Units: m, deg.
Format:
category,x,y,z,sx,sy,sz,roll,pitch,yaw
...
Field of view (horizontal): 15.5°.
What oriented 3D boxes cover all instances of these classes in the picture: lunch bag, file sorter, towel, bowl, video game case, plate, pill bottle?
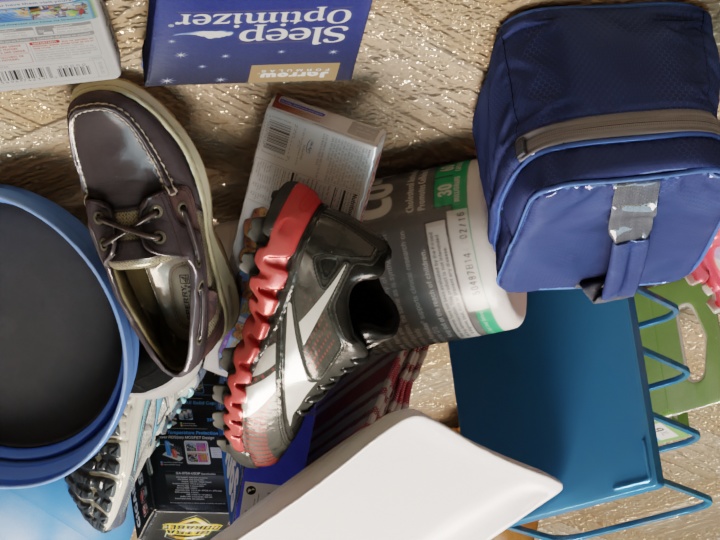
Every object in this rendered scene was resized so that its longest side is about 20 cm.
category,x,y,z,sx,sy,sz,roll,pitch,yaw
lunch bag,0.142,-0.058,1.581,0.135,0.133,0.200,-4,158,-5
file sorter,0.152,0.077,1.835,0.139,0.201,0.123,-17,159,27
towel,0.011,0.074,1.810,0.030,0.200,0.146,33,148,-13
bowl,-0.232,0.040,1.681,0.200,0.201,0.039,-16,-168,23
video game case,-0.240,-0.141,1.432,0.199,0.022,0.182,-6,158,2
plate,0.004,0.160,1.711,0.200,0.032,0.199,-37,148,18
pill bottle,0.000,0.000,1.716,0.199,0.113,0.113,-11,157,13

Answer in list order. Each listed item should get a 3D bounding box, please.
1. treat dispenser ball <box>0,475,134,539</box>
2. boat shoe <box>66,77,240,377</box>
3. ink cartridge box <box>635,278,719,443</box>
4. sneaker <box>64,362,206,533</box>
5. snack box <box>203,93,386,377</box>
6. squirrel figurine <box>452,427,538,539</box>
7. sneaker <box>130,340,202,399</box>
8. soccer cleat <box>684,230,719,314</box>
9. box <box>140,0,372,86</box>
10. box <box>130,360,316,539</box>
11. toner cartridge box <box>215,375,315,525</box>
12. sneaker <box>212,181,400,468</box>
category,x,y,z,sx,sy,sz,roll,pitch,yaw
treat dispenser ball,-0.262,0.162,1.938,0.200,0.201,0.201,-5,158,-2
boat shoe,-0.127,-0.023,1.588,0.072,0.065,0.200,-4,128,20
ink cartridge box,0.186,0.078,1.969,0.200,0.104,0.059,-17,156,25
sneaker,-0.147,0.088,1.826,0.086,0.201,0.078,-1,-159,-36
snack box,-0.043,-0.010,1.634,0.072,0.024,0.200,19,124,5
squirrel figurine,0.073,0.173,2.183,0.200,0.142,0.187,-34,137,25
sneaker,-0.197,0.036,1.723,0.112,0.073,0.200,11,-179,-40
soccer cleat,0.247,-0.039,1.770,0.076,0.067,0.200,-36,152,-6
box,-0.056,-0.144,1.456,0.121,0.032,0.200,-2,159,-9
box,-0.073,0.121,1.933,0.199,0.159,0.046,3,143,-21
toner cartridge box,-0.066,0.094,1.804,0.043,0.095,0.200,9,-160,-10
sneaker,-0.030,0.046,1.605,0.098,0.071,0.201,19,122,8
